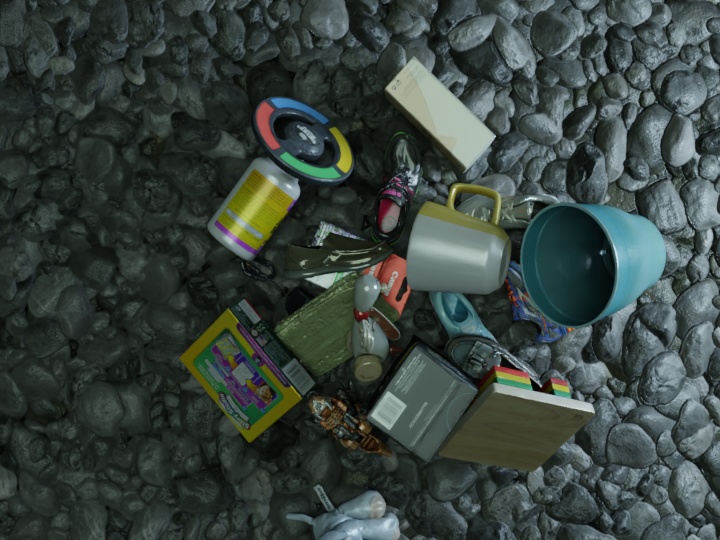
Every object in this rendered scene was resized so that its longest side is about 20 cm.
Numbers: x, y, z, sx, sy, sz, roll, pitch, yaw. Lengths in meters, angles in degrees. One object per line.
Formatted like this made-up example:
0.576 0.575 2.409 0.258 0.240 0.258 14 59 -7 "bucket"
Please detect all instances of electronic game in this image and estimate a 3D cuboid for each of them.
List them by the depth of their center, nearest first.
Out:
-0.098 -0.224 1.438 0.199 0.200 0.042 42 128 1 "electronic game"

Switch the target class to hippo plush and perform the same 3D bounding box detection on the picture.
-0.017 0.468 1.454 0.159 0.161 0.200 -45 89 3 "hippo plush"

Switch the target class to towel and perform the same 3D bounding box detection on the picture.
-0.042 0.096 1.469 0.199 0.037 0.149 -35 122 13 "towel"

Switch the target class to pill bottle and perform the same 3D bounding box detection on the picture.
-0.175 -0.125 1.477 0.104 0.104 0.201 37 93 1 "pill bottle"

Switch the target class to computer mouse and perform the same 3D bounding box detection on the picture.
-0.135 0.039 1.519 0.199 0.034 0.059 41 110 6 "computer mouse"

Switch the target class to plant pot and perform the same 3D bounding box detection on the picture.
0.403 -0.020 1.395 0.185 0.199 0.204 -9 91 -35 "plant pot"

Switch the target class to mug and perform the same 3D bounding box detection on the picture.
0.172 -0.046 1.397 0.151 0.149 0.190 12 101 20 "mug"

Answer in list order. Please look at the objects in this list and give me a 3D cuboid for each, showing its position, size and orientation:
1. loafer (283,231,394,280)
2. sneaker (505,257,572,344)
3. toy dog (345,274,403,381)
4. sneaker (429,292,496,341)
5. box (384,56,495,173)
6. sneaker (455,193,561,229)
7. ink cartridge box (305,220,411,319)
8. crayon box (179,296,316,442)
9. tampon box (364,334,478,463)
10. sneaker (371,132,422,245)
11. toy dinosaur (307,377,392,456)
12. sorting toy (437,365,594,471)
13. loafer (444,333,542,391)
-0.041 -0.032 1.437 0.196 0.075 0.071 -10 95 2 "loafer"
0.290 0.049 1.476 0.078 0.075 0.200 -43 87 6 "sneaker"
0.032 0.096 1.388 0.094 0.201 0.134 -6 63 -11 "toy dog"
0.186 0.107 1.476 0.074 0.082 0.201 -38 91 4 "sneaker"
0.138 -0.270 1.465 0.200 0.095 0.078 44 93 2 "box"
0.261 -0.104 1.463 0.196 0.092 0.077 -6 92 4 "sneaker"
0.000 0.000 1.498 0.197 0.050 0.111 24 91 3 "ink cartridge box"
-0.200 0.177 1.470 0.201 0.058 0.172 50 126 1 "crayon box"
0.100 0.212 1.423 0.125 0.200 0.151 35 91 1 "tampon box"
0.067 -0.142 1.475 0.075 0.084 0.204 10 92 2 "sneaker"
-0.023 0.271 1.452 0.101 0.136 0.202 -30 115 -8 "toy dinosaur"
0.257 0.250 1.424 0.197 0.070 0.200 13 134 -20 "sorting toy"
0.237 0.166 1.442 0.198 0.063 0.073 25 99 -23 "loafer"
